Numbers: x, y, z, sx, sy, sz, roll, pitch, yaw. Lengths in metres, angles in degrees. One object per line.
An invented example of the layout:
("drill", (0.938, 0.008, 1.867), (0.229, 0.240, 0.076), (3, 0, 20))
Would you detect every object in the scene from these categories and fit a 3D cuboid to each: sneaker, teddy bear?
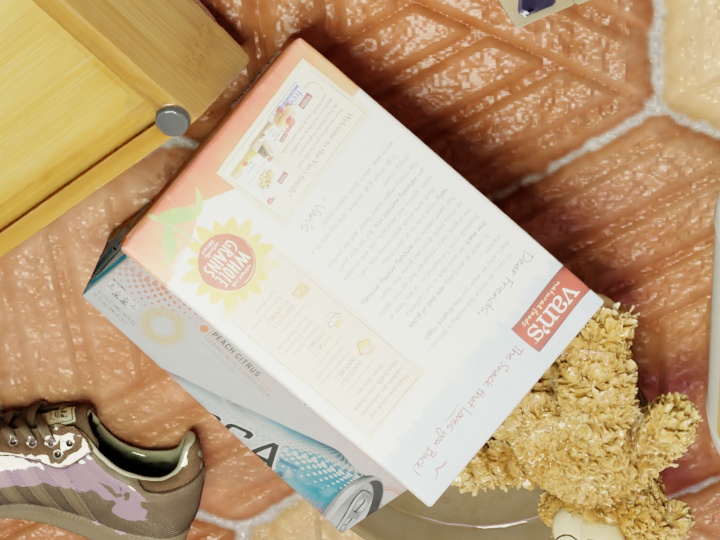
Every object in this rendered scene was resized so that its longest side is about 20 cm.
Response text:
("sneaker", (-0.186, 0.102, 1.212), (0.200, 0.070, 0.076), (14, 111, -15))
("teddy bear", (0.115, 0.091, 1.145), (0.145, 0.067, 0.200), (2, 130, 3))

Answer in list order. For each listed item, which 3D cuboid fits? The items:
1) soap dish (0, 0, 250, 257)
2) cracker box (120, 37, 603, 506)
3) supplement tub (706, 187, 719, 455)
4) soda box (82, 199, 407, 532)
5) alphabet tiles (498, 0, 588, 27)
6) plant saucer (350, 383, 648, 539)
("soap dish", (-0.179, -0.090, 1.021), (0.200, 0.081, 0.157), (-32, 123, 25))
("cracker box", (0.000, 0.000, 1.041), (0.200, 0.058, 0.134), (41, 90, -8))
("supplement tub", (0.250, 0.037, 1.080), (0.144, 0.145, 0.200), (-3, 131, 4))
("soda box", (-0.050, 0.044, 1.124), (0.068, 0.064, 0.200), (-36, 110, 28))
("alphabet tiles", (0.060, -0.203, 0.928), (0.166, 0.006, 0.200), (-20, 117, 33))
("plant saucer", (0.069, 0.096, 1.213), (0.200, 0.029, 0.200), (0, 131, 0))
